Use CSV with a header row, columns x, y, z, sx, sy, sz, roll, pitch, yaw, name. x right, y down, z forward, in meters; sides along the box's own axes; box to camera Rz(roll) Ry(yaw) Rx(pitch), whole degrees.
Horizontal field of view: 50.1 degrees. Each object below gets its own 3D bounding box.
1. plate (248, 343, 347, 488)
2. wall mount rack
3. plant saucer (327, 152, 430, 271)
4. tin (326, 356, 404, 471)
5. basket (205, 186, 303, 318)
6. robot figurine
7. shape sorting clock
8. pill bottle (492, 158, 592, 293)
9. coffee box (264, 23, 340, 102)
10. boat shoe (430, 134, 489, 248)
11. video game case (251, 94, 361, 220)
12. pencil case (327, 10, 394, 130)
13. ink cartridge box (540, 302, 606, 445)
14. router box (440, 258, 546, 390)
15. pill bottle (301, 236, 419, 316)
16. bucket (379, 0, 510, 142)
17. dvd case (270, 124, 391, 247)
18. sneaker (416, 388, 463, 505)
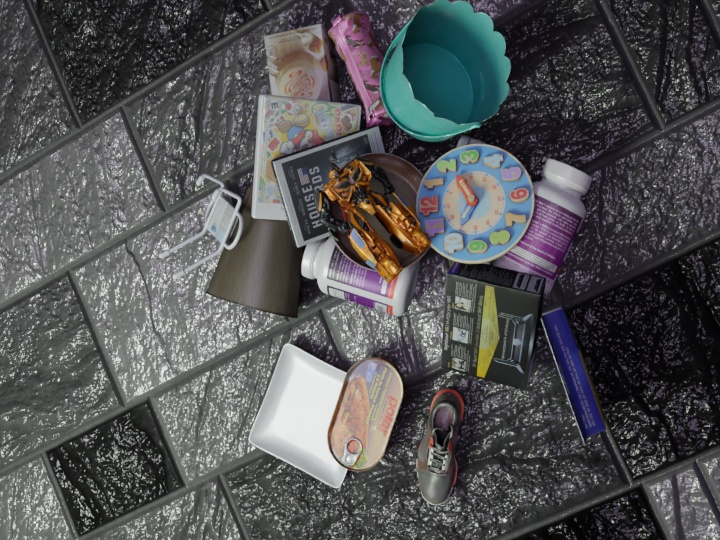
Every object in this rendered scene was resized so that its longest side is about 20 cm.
x,y,z,sx,sy,sz,roll,pitch,yaw,name
-0.086,0.264,1.418,0.196,0.032,0.204,24,95,11,plate
-0.282,-0.074,1.374,0.073,0.199,0.177,22,97,-31,wall mount rack
0.033,-0.095,1.290,0.194,0.032,0.206,3,78,-13,plant saucer
0.011,0.252,1.363,0.109,0.042,0.205,21,94,14,tin
-0.173,-0.037,1.384,0.176,0.136,0.206,14,90,13,basket
0.018,-0.090,1.239,0.145,0.058,0.201,-41,90,-20,robot figurine
0.185,-0.112,1.260,0.194,0.039,0.206,-5,74,19,shape sorting clock
0.306,-0.075,1.281,0.110,0.112,0.204,25,97,11,pill bottle
-0.097,-0.321,1.383,0.111,0.080,0.206,-9,89,12,coffee box
0.177,-0.128,1.334,0.068,0.071,0.205,19,89,14,boat shoe
-0.091,-0.187,1.313,0.177,0.023,0.206,2,100,-20,video game case
0.012,-0.350,1.353,0.081,0.087,0.205,-22,86,-3,pencil case
0.341,0.155,1.232,0.046,0.200,0.203,-19,87,12,ink cartridge box
0.216,0.091,1.278,0.153,0.052,0.204,14,127,18,router box
0.000,0.000,1.352,0.195,0.112,0.116,17,95,12,pill bottle
0.134,-0.318,1.269,0.201,0.135,0.214,3,80,-16,bucket
-0.041,-0.144,1.315,0.196,0.025,0.154,-21,106,-15,dvd case
0.133,0.312,1.343,0.075,0.082,0.206,6,92,12,sneaker
